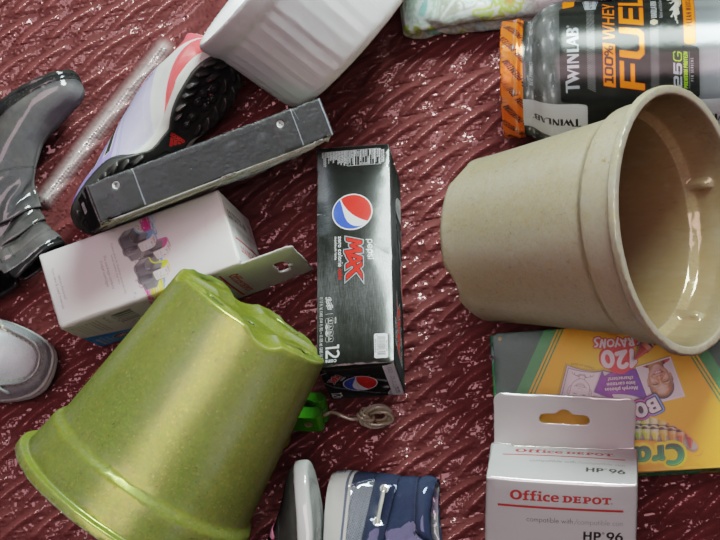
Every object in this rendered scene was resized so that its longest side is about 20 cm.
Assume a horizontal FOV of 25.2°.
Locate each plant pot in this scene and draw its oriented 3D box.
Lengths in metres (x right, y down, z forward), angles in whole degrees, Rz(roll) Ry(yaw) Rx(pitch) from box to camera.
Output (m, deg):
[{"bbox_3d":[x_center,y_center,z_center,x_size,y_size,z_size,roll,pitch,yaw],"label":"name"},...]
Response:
[{"bbox_3d":[-0.129,0.108,1.220,0.200,0.200,0.185,34,96,13],"label":"plant pot"},{"bbox_3d":[0.170,-0.030,1.244,0.183,0.200,0.201,-6,77,39],"label":"plant pot"}]

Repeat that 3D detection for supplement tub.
[{"bbox_3d":[0.214,-0.158,1.305,0.199,0.123,0.123,-2,79,8],"label":"supplement tub"}]

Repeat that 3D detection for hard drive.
[{"bbox_3d":[-0.129,-0.083,1.311,0.199,0.140,0.038,-23,93,-13],"label":"hard drive"}]

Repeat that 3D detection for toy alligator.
[{"bbox_3d":[-0.069,0.112,1.336,0.199,0.059,0.054,-5,38,8],"label":"toy alligator"}]

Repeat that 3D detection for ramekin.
[{"bbox_3d":[-0.033,-0.229,1.319,0.098,0.200,0.201,40,87,-13],"label":"ramekin"}]

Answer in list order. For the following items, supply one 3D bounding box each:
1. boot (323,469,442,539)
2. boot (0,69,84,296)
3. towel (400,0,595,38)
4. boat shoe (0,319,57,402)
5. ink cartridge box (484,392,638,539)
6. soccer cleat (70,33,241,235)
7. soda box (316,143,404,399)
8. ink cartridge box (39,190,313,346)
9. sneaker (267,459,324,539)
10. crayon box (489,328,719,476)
[{"bbox_3d":[0.017,0.259,1.282,0.090,0.073,0.201,-1,79,14],"label":"boot"},{"bbox_3d":[-0.290,-0.068,1.393,0.200,0.070,0.132,-41,71,12],"label":"boot"},{"bbox_3d":[0.128,-0.295,1.382,0.199,0.048,0.172,-6,78,8],"label":"towel"},{"bbox_3d":[-0.360,0.064,1.381,0.201,0.065,0.075,17,83,11],"label":"boat shoe"},{"bbox_3d":[0.153,0.200,1.233,0.115,0.068,0.201,1,108,9],"label":"ink cartridge box"},{"bbox_3d":[-0.183,-0.118,1.396,0.200,0.068,0.073,-50,41,9],"label":"soccer cleat"},{"bbox_3d":[0.000,0.000,1.311,0.063,0.071,0.201,-4,63,8],"label":"soda box"},{"bbox_3d":[-0.149,-0.006,1.336,0.199,0.115,0.068,-19,78,4],"label":"ink cartridge box"},{"bbox_3d":[-0.081,0.248,1.284,0.099,0.071,0.201,4,99,8],"label":"sneaker"},{"bbox_3d":[0.208,0.106,1.289,0.199,0.058,0.119,-5,79,8],"label":"crayon box"}]
